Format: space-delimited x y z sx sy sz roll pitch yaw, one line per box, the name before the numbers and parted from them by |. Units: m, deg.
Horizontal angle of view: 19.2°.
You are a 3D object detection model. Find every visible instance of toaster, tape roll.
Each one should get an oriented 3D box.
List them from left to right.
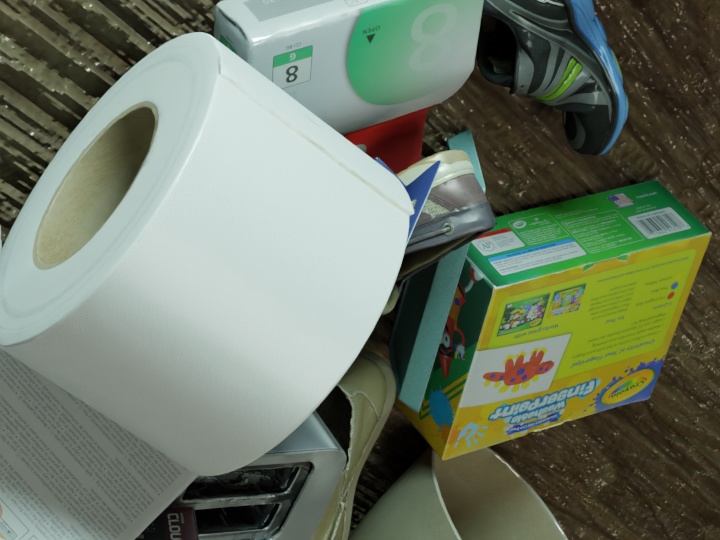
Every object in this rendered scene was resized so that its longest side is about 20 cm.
toaster | -0.124 0.147 1.399 0.200 0.119 0.181 1 128 -42
tape roll | -0.090 -0.009 1.152 0.139 0.203 0.203 35 103 -24

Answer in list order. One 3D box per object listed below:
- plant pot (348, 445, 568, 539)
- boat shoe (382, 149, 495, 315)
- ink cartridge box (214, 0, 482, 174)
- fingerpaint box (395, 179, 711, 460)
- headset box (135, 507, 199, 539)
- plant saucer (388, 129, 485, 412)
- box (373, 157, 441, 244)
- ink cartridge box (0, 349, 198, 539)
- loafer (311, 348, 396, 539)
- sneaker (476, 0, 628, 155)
plant pot | 0.045 0.258 1.635 0.200 0.188 0.187 -39 146 21
boat shoe | 0.000 0.000 1.370 0.200 0.065 0.072 -36 161 18
ink cartridge box | -0.012 -0.093 1.296 0.161 0.050 0.200 -20 137 -25
fingerpaint box | 0.138 0.034 1.551 0.200 0.073 0.167 -14 135 -31
headset box | -0.169 0.216 1.246 0.199 0.149 0.075 -1 129 -13
plant saucer | 0.049 0.002 1.450 0.019 0.070 0.200 5 129 -13
box | -0.039 0.004 1.279 0.200 0.121 0.032 -36 106 31
ink cartridge box | -0.199 0.109 1.206 0.200 0.161 0.050 -44 -177 -34
loafer | -0.040 0.148 1.485 0.067 0.076 0.201 2 108 -64
sneaker | 0.117 -0.141 1.365 0.083 0.071 0.200 -27 143 6
